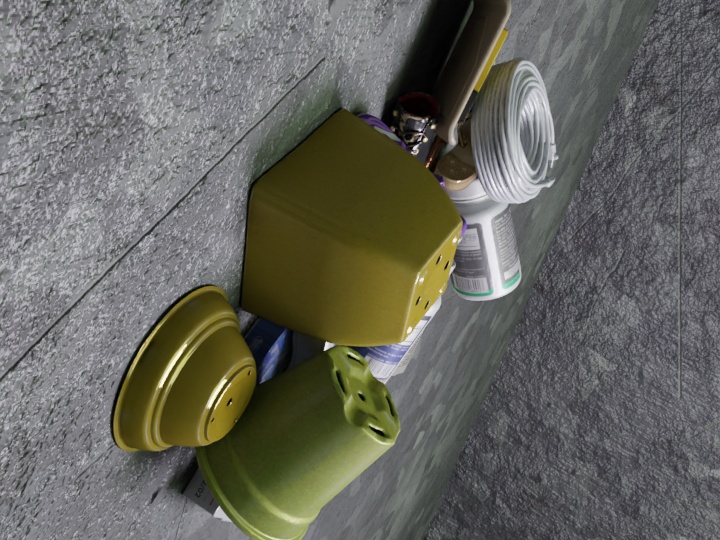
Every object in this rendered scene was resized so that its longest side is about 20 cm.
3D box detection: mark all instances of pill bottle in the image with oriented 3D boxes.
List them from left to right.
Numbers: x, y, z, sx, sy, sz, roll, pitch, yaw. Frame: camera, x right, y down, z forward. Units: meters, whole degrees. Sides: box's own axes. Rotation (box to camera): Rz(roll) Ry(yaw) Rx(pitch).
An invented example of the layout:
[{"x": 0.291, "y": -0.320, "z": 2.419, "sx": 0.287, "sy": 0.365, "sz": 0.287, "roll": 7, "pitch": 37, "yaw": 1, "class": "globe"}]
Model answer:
[{"x": 0.038, "y": 0.049, "z": 1.318, "sx": 0.201, "sy": 0.111, "sz": 0.111, "roll": -56, "pitch": 166, "yaw": 19, "class": "pill bottle"}, {"x": 0.177, "y": -0.066, "z": 1.517, "sx": 0.113, "sy": 0.112, "sz": 0.202, "roll": -45, "pitch": 131, "yaw": -44, "class": "pill bottle"}]

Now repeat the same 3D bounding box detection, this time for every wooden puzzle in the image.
[{"x": 0.147, "y": -0.277, "z": 1.358, "sx": 0.185, "sy": 0.037, "sz": 0.202, "roll": -112, "pitch": -138, "yaw": -73, "class": "wooden puzzle"}]

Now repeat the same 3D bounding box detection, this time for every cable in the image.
[{"x": 0.214, "y": -0.195, "z": 1.396, "sx": 0.200, "sy": 0.069, "sz": 0.202, "roll": -35, "pitch": 122, "yaw": -57, "class": "cable"}]

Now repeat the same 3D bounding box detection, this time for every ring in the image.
[{"x": 0.119, "y": -0.180, "z": 1.513, "sx": 0.202, "sy": 0.019, "sz": 0.200, "roll": -63, "pitch": 177, "yaw": -5, "class": "ring"}]

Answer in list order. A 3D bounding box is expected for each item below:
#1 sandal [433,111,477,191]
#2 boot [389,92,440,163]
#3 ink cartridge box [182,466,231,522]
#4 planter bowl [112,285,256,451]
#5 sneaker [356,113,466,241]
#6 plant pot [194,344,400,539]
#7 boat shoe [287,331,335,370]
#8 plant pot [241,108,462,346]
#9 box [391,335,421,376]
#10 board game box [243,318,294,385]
[{"x": 0.172, "y": -0.195, "z": 1.441, "sx": 0.212, "sy": 0.077, "sz": 0.070, "roll": -51, "pitch": 165, "yaw": -45, "class": "sandal"}, {"x": 0.051, "y": -0.141, "z": 1.325, "sx": 0.200, "sy": 0.072, "sz": 0.152, "roll": -56, "pitch": 165, "yaw": -58, "class": "boot"}, {"x": -0.166, "y": 0.272, "z": 1.335, "sx": 0.116, "sy": 0.067, "sz": 0.200, "roll": -60, "pitch": 164, "yaw": -11, "class": "ink cartridge box"}, {"x": -0.169, "y": 0.125, "z": 1.072, "sx": 0.201, "sy": 0.083, "sz": 0.201, "roll": -55, "pitch": 162, "yaw": -27, "class": "planter bowl"}, {"x": 0.063, "y": -0.116, "z": 1.224, "sx": 0.081, "sy": 0.200, "sz": 0.083, "roll": -44, "pitch": -173, "yaw": -29, "class": "sneaker"}, {"x": -0.062, "y": 0.189, "z": 1.162, "sx": 0.184, "sy": 0.201, "sz": 0.200, "roll": -36, "pitch": 172, "yaw": 20, "class": "plant pot"}, {"x": -0.061, "y": 0.126, "z": 1.279, "sx": 0.062, "sy": 0.074, "sz": 0.202, "roll": -19, "pitch": 126, "yaw": -49, "class": "boat shoe"}, {"x": 0.002, "y": -0.029, "z": 1.151, "sx": 0.196, "sy": 0.199, "sz": 0.195, "roll": -48, "pitch": 158, "yaw": -42, "class": "plant pot"}, {"x": 0.050, "y": 0.054, "z": 1.583, "sx": 0.202, "sy": 0.108, "sz": 0.128, "roll": -64, "pitch": 164, "yaw": 6, "class": "box"}, {"x": -0.092, "y": 0.098, "z": 1.333, "sx": 0.201, "sy": 0.043, "sz": 0.200, "roll": -54, "pitch": 162, "yaw": -27, "class": "board game box"}]
